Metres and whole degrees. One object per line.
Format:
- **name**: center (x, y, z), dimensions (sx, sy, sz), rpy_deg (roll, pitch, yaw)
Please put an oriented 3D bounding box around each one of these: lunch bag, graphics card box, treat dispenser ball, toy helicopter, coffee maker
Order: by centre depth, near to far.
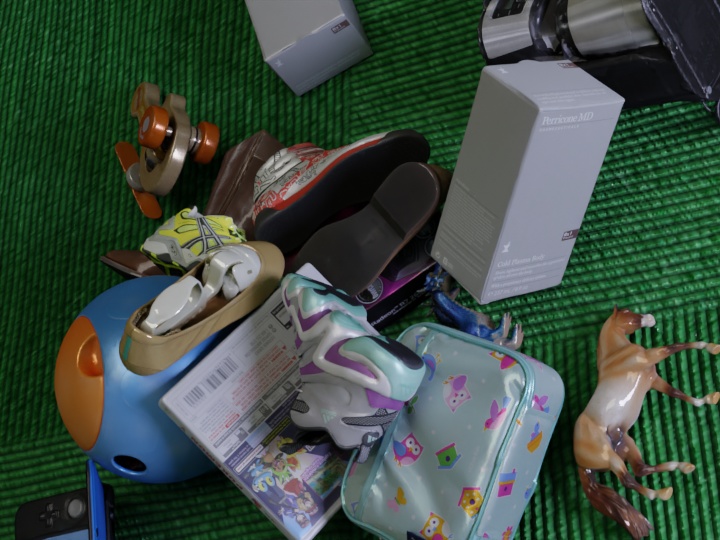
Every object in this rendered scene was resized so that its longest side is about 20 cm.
- **lunch bag**: center (0.071, 0.152, 1.158), dimensions (0.160, 0.077, 0.200), rpy_deg (20, 87, 37)
- **coffee maker**: center (0.232, -0.195, 1.267), dimensions (0.200, 0.192, 0.135), rpy_deg (-8, 18, 45)
- **treat dispenser ball**: center (-0.194, 0.105, 1.312), dimensions (0.201, 0.201, 0.201), rpy_deg (-12, 61, 23)
- **graphics card box**: center (0.000, 0.000, 1.356), dimensions (0.200, 0.051, 0.126), rpy_deg (-34, 54, 8)
- **toy helicopter**: center (-0.236, -0.149, 1.545), dimensions (0.132, 0.079, 0.200), rpy_deg (-62, 31, 24)

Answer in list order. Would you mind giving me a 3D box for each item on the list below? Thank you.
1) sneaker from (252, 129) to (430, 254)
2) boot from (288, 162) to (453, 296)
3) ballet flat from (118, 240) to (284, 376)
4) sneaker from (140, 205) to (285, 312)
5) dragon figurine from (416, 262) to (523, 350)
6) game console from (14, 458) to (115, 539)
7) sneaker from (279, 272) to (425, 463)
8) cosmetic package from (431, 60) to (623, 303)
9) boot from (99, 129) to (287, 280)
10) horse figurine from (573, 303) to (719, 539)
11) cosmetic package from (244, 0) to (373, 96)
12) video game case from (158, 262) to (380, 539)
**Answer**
- **sneaker**: center (-0.027, -0.106, 1.366), dimensions (0.201, 0.067, 0.108), rpy_deg (-32, 36, 17)
- **boot**: center (0.014, -0.030, 1.300), dimensions (0.200, 0.075, 0.074), rpy_deg (-40, 78, 25)
- **ballet flat**: center (-0.136, 0.021, 1.220), dimensions (0.069, 0.063, 0.200), rpy_deg (31, 52, 20)
- **sneaker**: center (-0.138, -0.017, 1.351), dimensions (0.200, 0.075, 0.076), rpy_deg (23, 72, 38)
- **dragon figurine**: center (0.092, 0.089, 1.254), dimensions (0.099, 0.059, 0.200), rpy_deg (-2, 70, 28)
- **game console**: center (-0.291, 0.301, 1.302), dimensions (0.171, 0.118, 0.200), rpy_deg (-16, 66, 22)
- **sneaker**: center (-0.038, 0.095, 1.183), dimensions (0.140, 0.078, 0.200), rpy_deg (-62, 36, 10)
- **cosmetic package**: center (0.146, -0.082, 1.211), dimensions (0.090, 0.107, 0.200), rpy_deg (47, 136, 38)
- **boot**: center (-0.171, -0.066, 1.472), dimensions (0.186, 0.064, 0.200), rpy_deg (15, 76, 22)
- **horse figurine**: center (0.234, 0.126, 1.162), dimensions (0.132, 0.050, 0.200), rpy_deg (11, 77, 45)
- **cosmetic package**: center (-0.071, -0.309, 1.531), dimensions (0.107, 0.090, 0.200), rpy_deg (-26, 59, 14)
- **video game case**: center (-0.052, 0.119, 1.236), dimensions (0.182, 0.023, 0.200), rpy_deg (45, 62, 2)
